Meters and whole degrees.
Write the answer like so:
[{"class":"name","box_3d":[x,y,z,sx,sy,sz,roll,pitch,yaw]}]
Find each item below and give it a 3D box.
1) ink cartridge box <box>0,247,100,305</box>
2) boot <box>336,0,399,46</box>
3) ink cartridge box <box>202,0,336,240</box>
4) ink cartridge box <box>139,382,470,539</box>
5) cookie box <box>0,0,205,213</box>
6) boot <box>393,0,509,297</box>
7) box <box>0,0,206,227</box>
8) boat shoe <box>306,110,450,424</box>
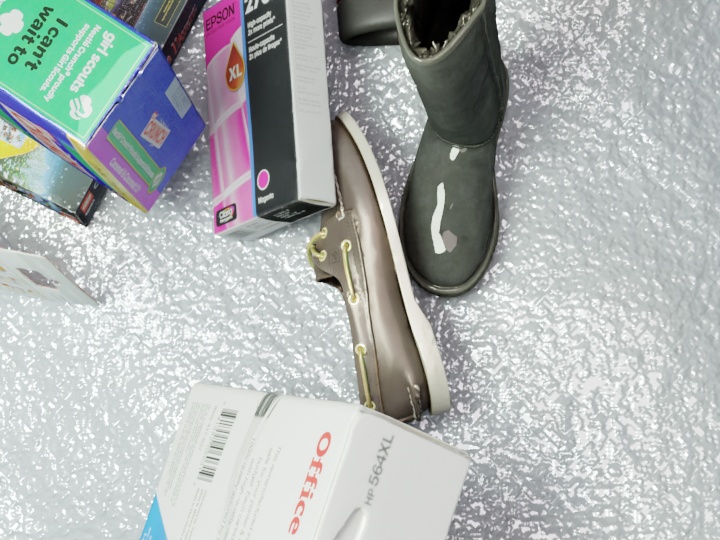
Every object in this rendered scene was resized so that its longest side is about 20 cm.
[{"class":"ink cartridge box","box_3d":[-0.263,-0.032,0.924,0.197,0.160,0.048,13,79,4]},{"class":"boot","box_3d":[0.071,-0.219,1.001,0.197,0.072,0.146,-16,78,7]},{"class":"ink cartridge box","box_3d":[-0.061,-0.128,0.974,0.037,0.094,0.203,8,72,-38]},{"class":"ink cartridge box","box_3d":[-0.043,0.149,0.852,0.084,0.199,0.148,26,77,-29]},{"class":"cookie box","box_3d":[-0.202,-0.131,0.899,0.199,0.171,0.076,32,83,8]},{"class":"boot","box_3d":[0.055,-0.092,0.905,0.071,0.200,0.185,4,78,3]},{"class":"box","box_3d":[-0.197,-0.149,1.009,0.135,0.038,0.202,25,80,7]},{"class":"boat shoe","box_3d":[0.000,0.000,0.955,0.059,0.072,0.203,-17,83,-4]}]
